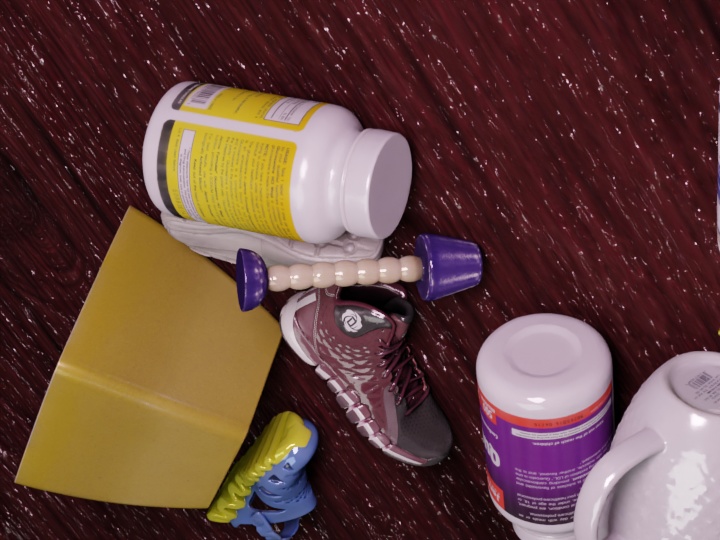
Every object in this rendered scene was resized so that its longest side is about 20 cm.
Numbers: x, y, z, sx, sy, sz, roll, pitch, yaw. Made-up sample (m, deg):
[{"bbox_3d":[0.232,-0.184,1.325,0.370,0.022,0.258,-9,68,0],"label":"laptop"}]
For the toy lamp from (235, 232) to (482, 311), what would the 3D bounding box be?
[{"bbox_3d":[0.000,0.000,1.564,0.199,0.058,0.058,-2,138,-12],"label":"toy lamp"}]

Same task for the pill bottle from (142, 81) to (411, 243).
[{"bbox_3d":[-0.065,-0.084,1.548,0.199,0.113,0.113,12,134,24],"label":"pill bottle"}]

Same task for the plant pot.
[{"bbox_3d":[-0.182,0.100,1.747,0.175,0.201,0.200,23,139,-5],"label":"plant pot"}]

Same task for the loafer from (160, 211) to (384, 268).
[{"bbox_3d":[-0.072,-0.033,1.642,0.199,0.070,0.070,13,156,17],"label":"loafer"}]

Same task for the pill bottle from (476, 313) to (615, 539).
[{"bbox_3d":[0.158,0.141,1.617,0.112,0.113,0.201,12,133,23],"label":"pill bottle"}]

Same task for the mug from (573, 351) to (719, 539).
[{"bbox_3d":[0.249,0.168,1.526,0.148,0.199,0.176,40,136,41],"label":"mug"}]

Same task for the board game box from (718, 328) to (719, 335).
[{"bbox_3d":[0.382,0.076,1.464,0.200,0.048,0.102,41,138,-7],"label":"board game box"}]

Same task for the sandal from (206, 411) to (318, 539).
[{"bbox_3d":[-0.076,0.203,1.857,0.087,0.080,0.200,32,147,-4],"label":"sandal"}]

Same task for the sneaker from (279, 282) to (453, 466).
[{"bbox_3d":[0.028,0.081,1.674,0.200,0.076,0.115,44,134,-10],"label":"sneaker"}]

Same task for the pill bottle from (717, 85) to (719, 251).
[{"bbox_3d":[0.300,-0.091,1.312,0.110,0.111,0.201,12,134,22],"label":"pill bottle"}]
